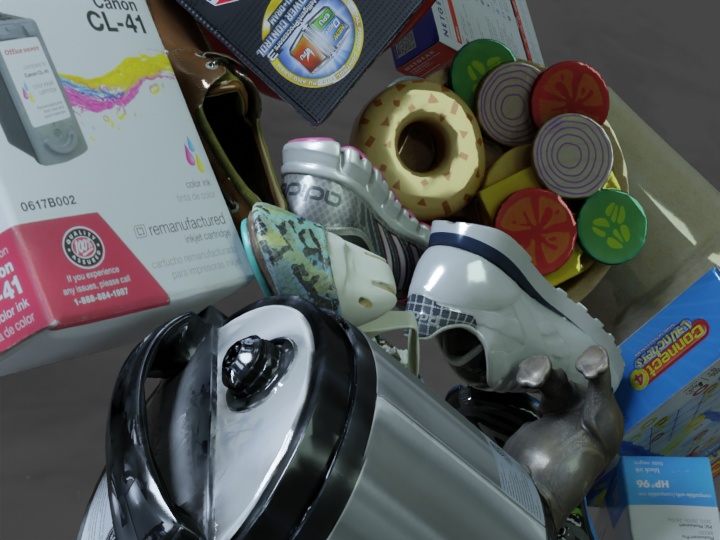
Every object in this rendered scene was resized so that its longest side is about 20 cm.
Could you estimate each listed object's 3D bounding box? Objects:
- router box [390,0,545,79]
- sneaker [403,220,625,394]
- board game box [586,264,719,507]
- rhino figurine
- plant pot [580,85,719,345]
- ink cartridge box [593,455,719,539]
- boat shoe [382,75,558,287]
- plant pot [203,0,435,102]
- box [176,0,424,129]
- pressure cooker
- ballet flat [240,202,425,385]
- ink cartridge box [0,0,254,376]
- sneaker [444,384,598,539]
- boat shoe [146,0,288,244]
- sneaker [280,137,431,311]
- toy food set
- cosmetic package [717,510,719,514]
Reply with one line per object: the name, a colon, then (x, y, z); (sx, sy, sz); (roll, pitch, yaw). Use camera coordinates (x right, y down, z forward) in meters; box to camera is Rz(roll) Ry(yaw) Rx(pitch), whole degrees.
router box: (0.082, -0.245, 1.072); (0.178, 0.048, 0.203); (16, 55, -49)
sneaker: (0.097, 0.047, 0.789); (0.199, 0.076, 0.082); (36, 66, -36)
board game box: (0.243, 0.100, 0.914); (0.194, 0.200, 0.056); (17, 36, -47)
rhino figurine: (0.093, 0.141, 0.743); (0.201, 0.059, 0.088); (-52, 138, -14)
plant pot: (0.204, -0.037, 0.992); (0.184, 0.200, 0.200); (51, 33, 3)
ink cartridge box: (0.208, 0.244, 0.840); (0.117, 0.067, 0.202); (92, -1, -53)
boat shoe: (0.075, -0.052, 0.925); (0.201, 0.071, 0.062); (57, -9, 1)
plant pot: (-0.018, -0.238, 0.812); (0.199, 0.181, 0.203); (31, 46, -40)
box: (-0.018, -0.210, 0.689); (0.160, 0.200, 0.044); (42, 18, -3)
pressure cooker: (-0.031, 0.109, 0.545); (0.200, 0.175, 0.180); (40, 68, -27)
ballet flat: (-0.005, 0.025, 0.676); (0.201, 0.073, 0.075); (66, 19, -53)
ink cartridge box: (-0.154, -0.062, 0.585); (0.147, 0.085, 0.203); (-15, 82, -56)
sneaker: (0.113, 0.165, 0.809); (0.083, 0.070, 0.202); (-24, 90, -63)
boat shoe: (-0.088, -0.095, 0.713); (0.071, 0.068, 0.203); (-4, 69, -52)
sneaker: (0.000, 0.000, 0.770); (0.200, 0.073, 0.089); (44, 62, -52)
toy food set: (0.102, -0.062, 0.873); (0.202, 0.196, 0.049); (63, -9, 3)
cosmetic package: (0.286, 0.245, 0.902); (0.082, 0.051, 0.200); (36, 12, -10)
